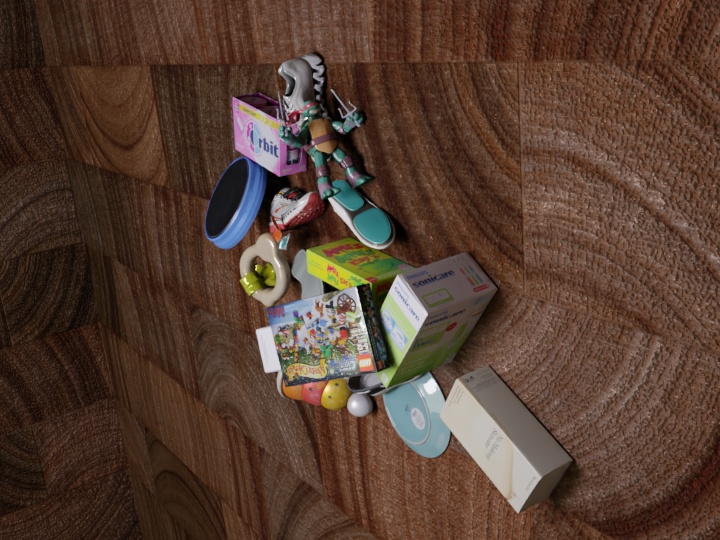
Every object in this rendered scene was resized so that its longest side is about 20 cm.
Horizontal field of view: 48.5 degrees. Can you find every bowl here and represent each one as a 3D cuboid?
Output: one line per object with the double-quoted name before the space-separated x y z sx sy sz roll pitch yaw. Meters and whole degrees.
"bowl" -0.263 -0.144 1.661 0.201 0.039 0.201 -37 41 41

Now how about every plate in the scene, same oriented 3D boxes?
"plate" 0.092 0.253 1.473 0.200 0.026 0.201 29 126 48

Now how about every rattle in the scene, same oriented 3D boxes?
"rattle" -0.157 -0.032 1.647 0.130 0.143 0.200 43 126 38

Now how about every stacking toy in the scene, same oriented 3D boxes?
"stacking toy" -0.057 0.232 1.629 0.200 0.146 0.146 26 127 27

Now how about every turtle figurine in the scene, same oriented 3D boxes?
"turtle figurine" -0.062 -0.232 1.400 0.101 0.149 0.200 180 67 -86

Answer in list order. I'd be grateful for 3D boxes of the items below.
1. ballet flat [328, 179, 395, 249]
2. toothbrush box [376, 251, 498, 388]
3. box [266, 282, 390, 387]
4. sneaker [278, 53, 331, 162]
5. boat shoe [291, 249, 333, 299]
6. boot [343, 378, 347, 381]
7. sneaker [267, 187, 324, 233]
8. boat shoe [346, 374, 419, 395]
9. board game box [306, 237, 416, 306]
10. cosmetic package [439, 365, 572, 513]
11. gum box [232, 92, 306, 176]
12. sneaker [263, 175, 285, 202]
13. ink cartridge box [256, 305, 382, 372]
"ballet flat" 0.005 -0.088 1.424 0.200 0.069 0.070 49 141 39
"toothbrush box" 0.104 0.080 1.262 0.086 0.145 0.200 53 142 28
"box" -0.055 0.106 1.284 0.200 0.038 0.137 -15 88 38
"sneaker" -0.101 -0.291 1.465 0.075 0.081 0.200 5 110 54
"boat shoe" -0.081 0.021 1.547 0.076 0.060 0.200 -56 28 20
"boot" -0.023 0.095 1.533 0.155 0.073 0.200 -52 54 48
"sneaker" -0.140 -0.129 1.601 0.200 0.078 0.082 -16 90 58
"boat shoe" 0.050 0.171 1.434 0.200 0.060 0.074 -35 59 43
"board game box" 0.000 0.000 1.424 0.200 0.101 0.048 27 127 49
"cosmetic package" 0.220 0.258 1.237 0.200 0.073 0.104 50 141 34
"gum box" -0.180 -0.274 1.603 0.200 0.066 0.114 34 132 45
"sneaker" -0.227 -0.187 1.714 0.200 0.074 0.088 -12 89 58
"ink cartridge box" -0.059 0.115 1.404 0.200 0.144 0.084 -13 90 38
